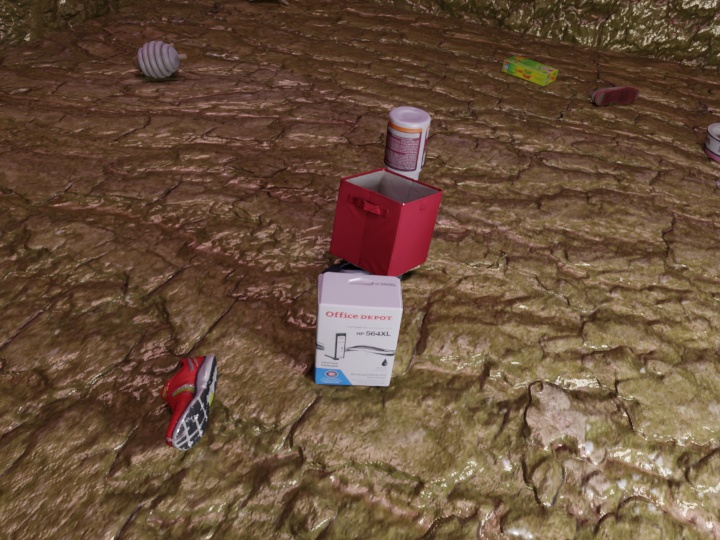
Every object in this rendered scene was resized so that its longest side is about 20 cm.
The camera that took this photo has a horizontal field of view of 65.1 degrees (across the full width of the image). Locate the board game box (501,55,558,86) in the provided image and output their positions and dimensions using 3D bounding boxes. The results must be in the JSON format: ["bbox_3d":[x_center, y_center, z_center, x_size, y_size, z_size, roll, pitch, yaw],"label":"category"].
[{"bbox_3d":[0.696,-0.824,2.320,0.199,0.048,0.101,33,47,28],"label":"board game box"}]

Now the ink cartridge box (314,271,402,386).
[{"bbox_3d":[-0.009,0.109,1.010,0.144,0.201,0.085,3,39,-3],"label":"ink cartridge box"}]

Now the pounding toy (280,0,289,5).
[{"bbox_3d":[-0.468,-1.423,2.845,0.198,0.143,0.185,-8,40,1],"label":"pounding toy"}]

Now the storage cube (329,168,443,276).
[{"bbox_3d":[0.057,-0.108,1.259,0.170,0.181,0.199,25,29,28],"label":"storage cube"}]

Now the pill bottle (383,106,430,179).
[{"bbox_3d":[0.123,-0.334,1.552,0.113,0.201,0.115,4,39,-3],"label":"pill bottle"}]

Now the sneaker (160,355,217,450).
[{"bbox_3d":[-0.299,0.221,0.952,0.084,0.078,0.201,0,30,1],"label":"sneaker"}]

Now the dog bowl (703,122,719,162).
[{"bbox_3d":[1.249,-0.416,1.884,0.198,0.074,0.201,3,40,-2],"label":"dog bowl"}]

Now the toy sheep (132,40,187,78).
[{"bbox_3d":[-0.712,-0.750,2.001,0.198,0.139,0.139,-10,39,8],"label":"toy sheep"}]

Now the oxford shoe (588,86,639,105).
[{"bbox_3d":[0.977,-0.682,2.171,0.198,0.071,0.075,-5,36,-15],"label":"oxford shoe"}]

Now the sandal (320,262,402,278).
[{"bbox_3d":[0.000,0.000,1.264,0.198,0.043,0.076,-11,43,-19],"label":"sandal"}]
